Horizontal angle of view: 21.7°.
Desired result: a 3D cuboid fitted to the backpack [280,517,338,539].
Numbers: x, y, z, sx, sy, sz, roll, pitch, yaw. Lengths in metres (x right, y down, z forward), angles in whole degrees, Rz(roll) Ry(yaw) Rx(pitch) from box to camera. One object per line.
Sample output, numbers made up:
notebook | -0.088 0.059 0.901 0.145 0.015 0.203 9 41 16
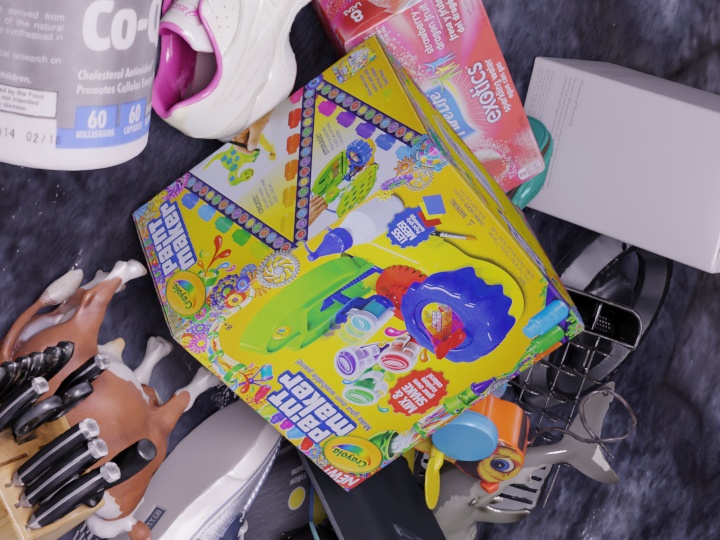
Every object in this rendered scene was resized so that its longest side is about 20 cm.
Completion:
backpack | -0.009 0.298 1.288 0.153 0.200 0.176 -38 141 1

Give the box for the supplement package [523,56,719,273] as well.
supplement package | 0.234 -0.085 1.480 0.121 0.199 0.121 -4 111 -52

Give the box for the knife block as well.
knife block | -0.188 0.132 1.042 0.064 0.175 0.202 -19 123 -46

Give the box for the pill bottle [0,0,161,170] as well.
pill bottle | -0.158 -0.164 0.980 0.113 0.113 0.202 -16 120 -49

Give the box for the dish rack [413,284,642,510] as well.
dish rack | 0.127 0.103 1.516 0.152 0.055 0.201 18 95 -26

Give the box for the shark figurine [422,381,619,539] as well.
shark figurine | 0.092 0.146 1.434 0.127 0.214 0.090 9 57 -34

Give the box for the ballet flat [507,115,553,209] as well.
ballet flat | 0.080 -0.035 1.420 0.200 0.067 0.071 -45 154 -27

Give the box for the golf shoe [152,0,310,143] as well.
golf shoe | -0.073 -0.172 1.129 0.091 0.075 0.202 -2 108 -50

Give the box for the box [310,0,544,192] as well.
box | 0.041 -0.136 1.252 0.095 0.100 0.200 -29 139 -1

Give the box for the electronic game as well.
electronic game | 0.203 0.034 1.624 0.199 0.042 0.201 -34 144 -29

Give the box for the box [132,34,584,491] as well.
box | 0.000 0.000 1.170 0.192 0.122 0.200 -35 134 10

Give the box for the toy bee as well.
toy bee | 0.077 0.120 1.331 0.131 0.199 0.109 -50 163 -36

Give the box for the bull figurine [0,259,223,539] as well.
bull figurine | -0.154 0.081 1.160 0.122 0.065 0.200 -55 145 -23

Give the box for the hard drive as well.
hard drive | 0.028 0.193 1.291 0.033 0.201 0.139 -36 145 12

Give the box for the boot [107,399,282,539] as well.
boot | -0.107 0.183 1.261 0.200 0.073 0.090 -48 124 -13

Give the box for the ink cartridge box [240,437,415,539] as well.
ink cartridge box | -0.035 0.193 1.402 0.197 0.047 0.202 -25 125 -45
